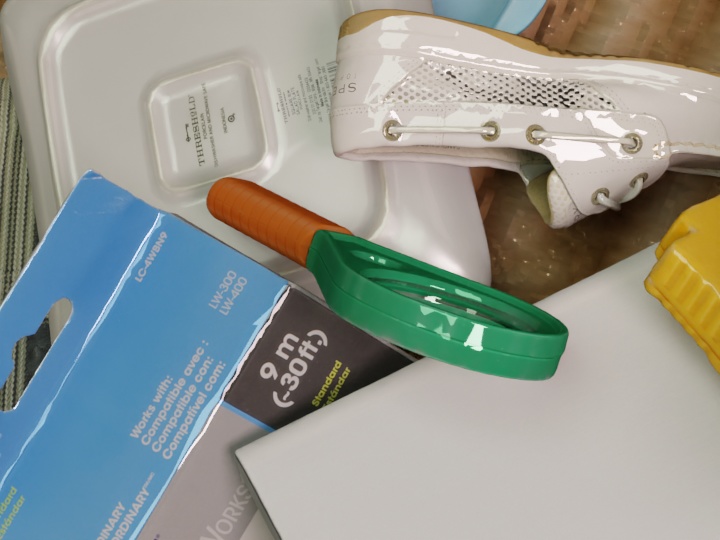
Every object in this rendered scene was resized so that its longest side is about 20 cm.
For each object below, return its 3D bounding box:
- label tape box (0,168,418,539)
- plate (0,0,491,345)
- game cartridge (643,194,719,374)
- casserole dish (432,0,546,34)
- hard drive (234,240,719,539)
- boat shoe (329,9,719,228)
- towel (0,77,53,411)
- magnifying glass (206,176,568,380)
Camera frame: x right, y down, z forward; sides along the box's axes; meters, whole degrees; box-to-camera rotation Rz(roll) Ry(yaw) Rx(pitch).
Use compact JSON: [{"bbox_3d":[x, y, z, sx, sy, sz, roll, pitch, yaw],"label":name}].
[{"bbox_3d":[-0.054,0.072,0.743,0.066,0.200,0.143,28,86,51],"label":"label tape box"},{"bbox_3d":[-0.059,-0.058,0.834,0.200,0.032,0.200,-16,73,15],"label":"plate"},{"bbox_3d":[0.216,0.038,0.694,0.200,0.176,0.032,49,137,23],"label":"game cartridge"},{"bbox_3d":[0.001,-0.153,0.872,0.200,0.039,0.121,29,86,22],"label":"casserole dish"},{"bbox_3d":[0.073,0.075,0.689,0.200,0.027,0.132,-26,61,-9],"label":"hard drive"},{"bbox_3d":[0.085,-0.049,0.781,0.200,0.071,0.069,10,80,-1],"label":"boat shoe"},{"bbox_3d":[-0.100,0.002,0.873,0.192,0.035,0.200,-3,77,21],"label":"towel"},{"bbox_3d":[0.000,0.000,0.716,0.200,0.080,0.022,31,107,53],"label":"magnifying glass"}]
